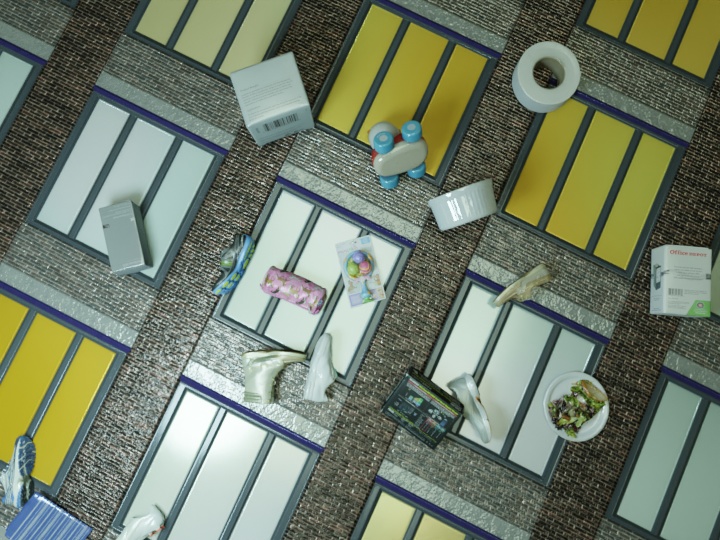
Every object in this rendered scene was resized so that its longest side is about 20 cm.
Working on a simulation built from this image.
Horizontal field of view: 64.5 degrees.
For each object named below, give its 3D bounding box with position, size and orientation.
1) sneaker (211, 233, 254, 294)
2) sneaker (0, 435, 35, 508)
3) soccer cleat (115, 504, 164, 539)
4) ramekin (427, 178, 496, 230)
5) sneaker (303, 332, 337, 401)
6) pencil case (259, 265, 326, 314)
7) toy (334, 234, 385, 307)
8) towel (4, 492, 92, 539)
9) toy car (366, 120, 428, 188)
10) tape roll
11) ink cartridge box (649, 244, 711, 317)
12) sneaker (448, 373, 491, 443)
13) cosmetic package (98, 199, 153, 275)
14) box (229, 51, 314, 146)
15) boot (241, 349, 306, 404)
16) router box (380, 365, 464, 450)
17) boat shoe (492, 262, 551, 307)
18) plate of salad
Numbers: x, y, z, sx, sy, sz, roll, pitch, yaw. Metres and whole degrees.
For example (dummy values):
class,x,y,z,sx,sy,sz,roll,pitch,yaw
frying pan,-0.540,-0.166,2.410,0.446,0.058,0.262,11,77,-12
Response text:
class,x,y,z,sx,sy,sz,roll,pitch,yaw
sneaker,-0.394,-0.019,1.731,0.082,0.071,0.203,24,83,16
sneaker,-1.005,0.584,1.656,0.083,0.077,0.205,0,83,4
soccer cleat,-0.661,0.758,1.645,0.198,0.069,0.078,-33,80,-11
ramekin,0.305,-0.190,1.685,0.197,0.200,0.100,-18,92,-2
sneaker,-0.105,0.290,1.700,0.087,0.075,0.204,15,90,-11
pencil case,-0.200,0.059,1.712,0.197,0.087,0.084,24,116,3
toy,0.000,0.000,1.734,0.113,0.047,0.204,-14,85,-3
towel,-0.901,0.752,1.649,0.199,0.024,0.146,39,83,-9
toy car,0.097,-0.396,1.740,0.174,0.186,0.202,-21,56,-3
tape roll,0.581,-0.604,1.789,0.198,0.071,0.207,0,83,0
ink cartridge box,0.961,0.034,1.716,0.142,0.084,0.205,5,84,0
sneaker,0.322,0.415,1.686,0.090,0.076,0.204,-20,77,6
cosmetic package,-0.707,-0.095,1.723,0.105,0.090,0.204,-16,81,-5
box,-0.258,-0.508,1.711,0.195,0.200,0.175,-19,86,-2
boot,-0.254,0.314,1.688,0.195,0.072,0.158,-3,83,5
router box,0.179,0.399,1.658,0.198,0.062,0.151,36,111,3
boat shoe,0.490,0.057,1.717,0.198,0.074,0.070,-35,79,-4
plate of salad,0.644,0.404,1.694,0.195,0.048,0.205,0,84,-1
